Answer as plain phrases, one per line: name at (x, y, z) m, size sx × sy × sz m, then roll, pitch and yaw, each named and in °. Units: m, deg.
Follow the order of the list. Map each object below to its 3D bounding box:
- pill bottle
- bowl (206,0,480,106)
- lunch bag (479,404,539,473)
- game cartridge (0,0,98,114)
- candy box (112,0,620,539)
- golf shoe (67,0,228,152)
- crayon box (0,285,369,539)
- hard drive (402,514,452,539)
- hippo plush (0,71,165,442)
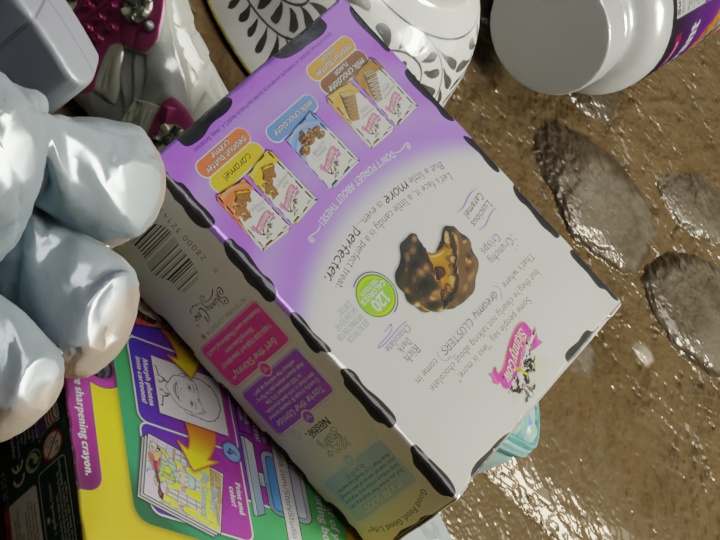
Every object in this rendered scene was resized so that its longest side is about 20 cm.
pill bottle at (0.162, -0.176, 1.627) m, size 0.112 × 0.111 × 0.200 m, roll 58°, pitch 34°, yaw 0°
bowl at (0.007, -0.172, 1.445) m, size 0.200 × 0.094 × 0.202 m, roll 30°, pitch 43°, yaw -33°
lunch bag at (0.022, 0.007, 1.319) m, size 0.160 × 0.077 × 0.201 m, roll 26°, pitch 45°, yaw -56°
game cartridge at (-0.216, -0.125, 1.092) m, size 0.200 × 0.133 × 0.042 m, roll 42°, pitch 39°, yaw -21°
candy box at (0.000, 0.000, 1.168) m, size 0.200 × 0.071 × 0.168 m, roll 48°, pitch 45°, yaw -2°
golf shoe at (-0.101, -0.089, 1.278) m, size 0.091 × 0.075 × 0.201 m, roll 27°, pitch 45°, yaw -59°
crayon box at (-0.081, 0.077, 1.143) m, size 0.172 × 0.058 × 0.201 m, roll 23°, pitch 40°, yaw -37°
hard drive at (-0.002, 0.187, 1.210) m, size 0.199 × 0.026 × 0.133 m, roll -17°, pitch 77°, yaw -55°
hippo plush at (-0.196, -0.023, 1.031) m, size 0.200 × 0.160 × 0.160 m, roll 43°, pitch 62°, yaw -53°
